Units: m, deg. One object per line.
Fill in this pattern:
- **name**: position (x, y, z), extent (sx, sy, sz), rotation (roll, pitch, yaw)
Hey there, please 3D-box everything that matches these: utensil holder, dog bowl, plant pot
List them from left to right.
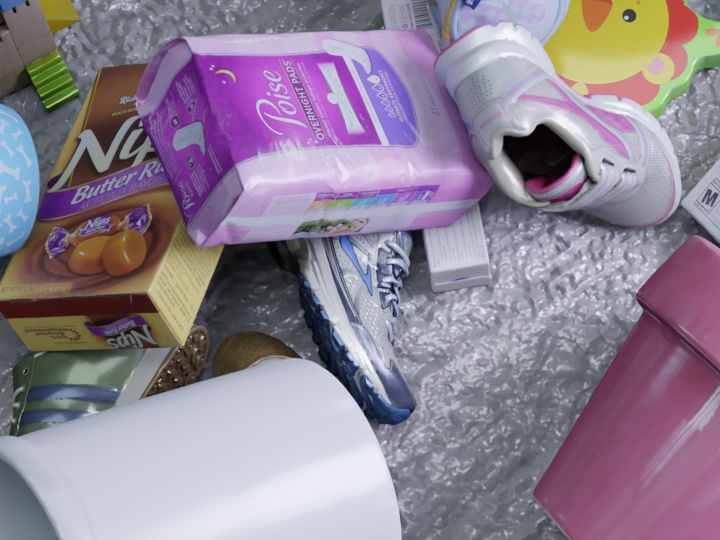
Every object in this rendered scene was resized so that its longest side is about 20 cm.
- **dog bowl**: position (-0.265, -0.052, 1.472), extent (0.049, 0.200, 0.112), rotation (-4, 89, -38)
- **utensil holder**: position (-0.100, 0.149, 1.321), extent (0.199, 0.170, 0.170), rotation (-17, 67, -29)
- **plant pot**: position (0.207, 0.111, 1.378), extent (0.200, 0.200, 0.179), rotation (44, 93, 17)

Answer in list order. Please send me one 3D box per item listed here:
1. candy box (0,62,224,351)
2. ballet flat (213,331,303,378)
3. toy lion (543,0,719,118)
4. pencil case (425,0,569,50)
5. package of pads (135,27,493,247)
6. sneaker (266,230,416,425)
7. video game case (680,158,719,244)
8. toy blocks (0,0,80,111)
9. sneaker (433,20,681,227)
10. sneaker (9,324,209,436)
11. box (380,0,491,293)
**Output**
- **candy box**: position (-0.138, -0.044, 1.473), extent (0.116, 0.057, 0.200), rotation (-3, 47, 27)
- **ballet flat**: position (-0.034, 0.113, 1.443), extent (0.068, 0.072, 0.200), rotation (-23, 69, -7)
- **toy lion**: position (0.184, -0.181, 1.556), extent (0.199, 0.069, 0.193), rotation (5, 76, 5)
- **pencil case**: position (0.061, -0.214, 1.524), extent (0.091, 0.083, 0.200), rotation (-52, 40, 22)
- **package of pads**: position (-0.026, -0.084, 1.434), extent (0.199, 0.076, 0.121), rotation (-5, 59, -36)
- **sneaker**: position (0.000, 0.000, 1.485), extent (0.085, 0.077, 0.201), rotation (-21, 69, -9)
- **video game case**: position (0.317, -0.044, 1.435), extent (0.181, 0.036, 0.200), rotation (-49, 51, 12)
- **toy blocks**: position (-0.261, -0.212, 1.549), extent (0.100, 0.137, 0.200), rotation (-28, 69, -8)
- **sneaker**: position (0.126, -0.068, 1.453), extent (0.081, 0.200, 0.088), rotation (-37, 42, 32)
- **sneaker**: position (-0.187, 0.095, 1.468), extent (0.090, 0.067, 0.200), rotation (32, 74, 23)
- **box**: position (0.048, -0.086, 1.533), extent (0.041, 0.039, 0.201), rotation (-11, 68, 1)
